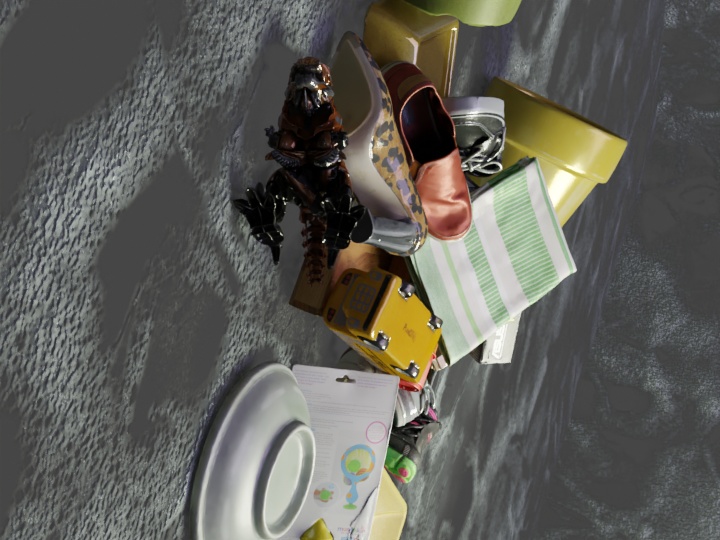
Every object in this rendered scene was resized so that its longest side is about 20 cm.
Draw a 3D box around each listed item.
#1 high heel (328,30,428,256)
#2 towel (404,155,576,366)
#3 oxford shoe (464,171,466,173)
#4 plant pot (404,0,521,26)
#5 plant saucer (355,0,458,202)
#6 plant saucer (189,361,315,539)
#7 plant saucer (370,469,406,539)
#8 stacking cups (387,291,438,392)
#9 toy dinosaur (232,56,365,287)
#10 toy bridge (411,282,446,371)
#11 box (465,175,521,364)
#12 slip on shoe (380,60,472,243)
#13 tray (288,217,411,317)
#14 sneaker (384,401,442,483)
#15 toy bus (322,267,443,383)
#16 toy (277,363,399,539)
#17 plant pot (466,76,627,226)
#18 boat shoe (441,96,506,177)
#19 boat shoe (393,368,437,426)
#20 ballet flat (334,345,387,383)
[{"bbox_3d":[0.018,-0.114,1.207,0.142,0.071,0.201,9,74,-65],"label":"high heel"},{"bbox_3d":[0.139,-0.015,1.367,0.200,0.023,0.153,-34,111,-29],"label":"towel"},{"bbox_3d":[0.073,-0.038,1.480,0.071,0.072,0.201,10,93,-74],"label":"oxford shoe"},{"bbox_3d":[0.111,-0.343,1.230,0.200,0.199,0.191,-46,155,-59],"label":"plant pot"},{"bbox_3d":[0.052,-0.184,1.332,0.200,0.048,0.201,-42,140,-62],"label":"plant saucer"},{"bbox_3d":[-0.084,0.185,1.163,0.200,0.050,0.201,14,90,-70],"label":"plant saucer"},{"bbox_3d":[-0.009,0.346,1.534,0.200,0.048,0.201,65,41,-62],"label":"plant saucer"},{"bbox_3d":[0.073,0.030,1.378,0.061,0.060,0.201,60,49,-65],"label":"stacking cups"},{"bbox_3d":[-0.036,-0.074,1.094,0.136,0.102,0.201,-81,151,-54],"label":"toy dinosaur"},{"bbox_3d":[0.048,0.026,1.420,0.067,0.027,0.201,-32,115,-19],"label":"toy bridge"},{"bbox_3d":[0.131,-0.006,1.522,0.200,0.044,0.161,-129,-136,-57],"label":"box"},{"bbox_3d":[0.067,-0.107,1.249,0.074,0.061,0.201,-29,123,-14],"label":"slip on shoe"},{"bbox_3d":[0.000,0.000,1.290,0.200,0.037,0.099,14,96,-67],"label":"tray"},{"bbox_3d":[0.050,0.185,1.501,0.084,0.077,0.200,-48,-176,7],"label":"sneaker"},{"bbox_3d":[0.023,0.051,1.239,0.065,0.078,0.200,-64,156,-9],"label":"toy bus"},{"bbox_3d":[-0.037,0.195,1.300,0.047,0.115,0.201,-162,-99,-68],"label":"toy"},{"bbox_3d":[0.229,-0.135,1.741,0.190,0.200,0.201,-64,166,13],"label":"plant pot"},{"bbox_3d":[0.115,-0.134,1.338,0.199,0.073,0.068,36,53,-81],"label":"boat shoe"},{"bbox_3d":[0.058,0.123,1.479,0.202,0.064,0.075,-54,125,-80],"label":"boat shoe"},{"bbox_3d":[-0.010,0.145,1.372,0.067,0.068,0.201,17,84,-49],"label":"ballet flat"}]
